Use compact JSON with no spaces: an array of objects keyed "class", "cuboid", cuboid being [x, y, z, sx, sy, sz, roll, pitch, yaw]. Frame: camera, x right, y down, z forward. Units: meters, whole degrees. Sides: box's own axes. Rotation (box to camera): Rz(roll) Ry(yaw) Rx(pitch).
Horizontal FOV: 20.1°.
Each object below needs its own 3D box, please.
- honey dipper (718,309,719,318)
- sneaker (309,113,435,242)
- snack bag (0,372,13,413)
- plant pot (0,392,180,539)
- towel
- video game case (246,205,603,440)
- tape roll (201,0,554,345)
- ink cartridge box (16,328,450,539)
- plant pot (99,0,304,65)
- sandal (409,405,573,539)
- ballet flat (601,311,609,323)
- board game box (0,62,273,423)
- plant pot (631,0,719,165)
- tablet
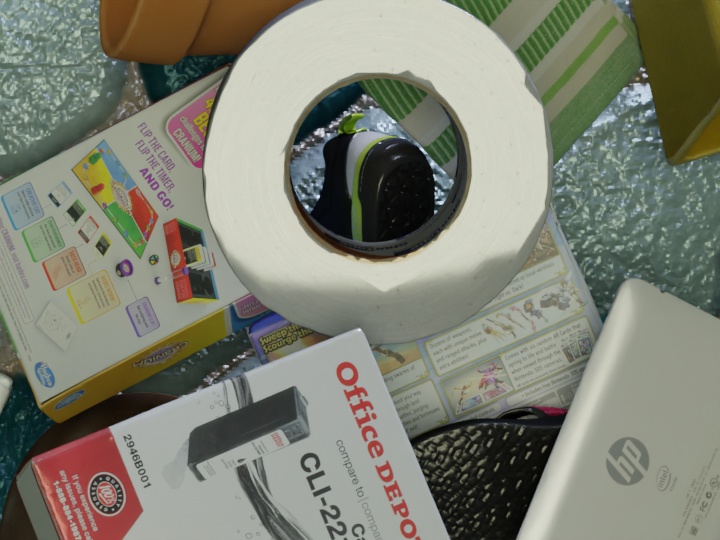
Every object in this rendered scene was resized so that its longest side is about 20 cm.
[{"class":"honey dipper","cuboid":[0.223,0.082,1.312,0.038,0.038,0.201,12,92,-1]},{"class":"sneaker","cuboid":[0.000,0.000,1.303,0.071,0.083,0.201,-7,112,-42]},{"class":"snack bag","cuboid":[-0.342,0.116,1.320,0.188,0.021,0.201,29,92,-1]},{"class":"plant pot","cuboid":[-0.142,0.177,1.234,0.185,0.200,0.188,0,92,0]},{"class":"towel","cuboid":[0.082,-0.137,1.251,0.153,0.023,0.200,-48,133,2]},{"class":"video game case","cuboid":[0.057,0.076,1.240,0.199,0.045,0.182,-24,99,2]},{"class":"tape roll","cuboid":[0.009,-0.061,1.162,0.199,0.066,0.202,0,99,-3]},{"class":"ink cartridge box","cuboid":[-0.066,0.136,1.104,0.199,0.084,0.145,-21,83,-20]},{"class":"plant pot","cuboid":[-0.068,-0.213,1.232,0.139,0.200,0.202,11,92,-16]},{"class":"sandal","cuboid":[0.110,0.112,1.209,0.199,0.045,0.076,-11,104,-15]},{"class":"ballet flat","cuboid":[0.137,0.116,1.309,0.064,0.067,0.201,32,93,-29]},{"class":"board game box","cuboid":[-0.135,-0.018,1.276,0.199,0.040,0.154,-27,67,1]},{"class":"plant pot","cuboid":[0.260,-0.203,1.225,0.193,0.196,0.201,-17,80,-5]},{"class":"tablet","cuboid":[0.171,0.119,1.191,0.130,0.014,0.201,26,81,-17]}]
